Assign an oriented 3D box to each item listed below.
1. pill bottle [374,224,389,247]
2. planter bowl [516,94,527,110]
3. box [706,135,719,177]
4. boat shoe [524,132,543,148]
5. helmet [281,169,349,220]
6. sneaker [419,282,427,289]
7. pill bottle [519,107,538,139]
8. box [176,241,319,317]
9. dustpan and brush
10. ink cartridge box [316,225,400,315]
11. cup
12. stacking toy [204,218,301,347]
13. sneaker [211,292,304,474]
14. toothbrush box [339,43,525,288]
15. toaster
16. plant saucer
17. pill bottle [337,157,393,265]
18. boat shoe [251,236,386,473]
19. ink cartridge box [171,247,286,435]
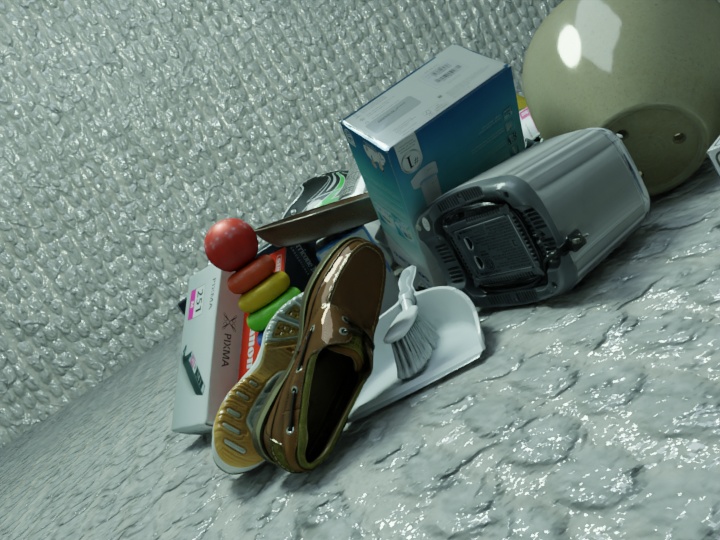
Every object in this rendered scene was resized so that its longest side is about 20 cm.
[{"bbox_3d":[0.103,-0.110,0.909,0.201,0.113,0.114,-64,6,4],"label":"pill bottle"},{"bbox_3d":[0.220,-0.216,1.089,0.199,0.084,0.201,-14,-28,-7],"label":"planter bowl"},{"bbox_3d":[0.334,-0.116,0.477,0.200,0.060,0.116,-39,10,-38],"label":"box"},{"bbox_3d":[0.202,-0.131,0.812,0.199,0.062,0.073,1,9,9],"label":"boat shoe"},{"bbox_3d":[-0.032,-0.067,1.166,0.200,0.200,0.191,-29,23,23],"label":"helmet"},{"bbox_3d":[0.135,-0.049,0.812,0.200,0.076,0.076,-38,9,-25],"label":"sneaker"},{"bbox_3d":[0.197,-0.143,0.995,0.199,0.114,0.113,-30,8,21],"label":"pill bottle"},{"bbox_3d":[-0.125,0.047,0.974,0.200,0.149,0.107,-32,8,4],"label":"box"},{"bbox_3d":[0.045,0.045,0.632,0.139,0.057,0.200,-30,8,18],"label":"dustpan and brush"},{"bbox_3d":[0.000,0.000,0.882,0.068,0.116,0.200,-31,8,1],"label":"ink cartridge box"},{"bbox_3d":[0.256,-0.152,0.652,0.200,0.200,0.144,-27,35,33],"label":"cup"},{"bbox_3d":[-0.088,0.034,0.711,0.085,0.201,0.085,-31,7,5],"label":"stacking toy"},{"bbox_3d":[-0.073,0.098,0.639,0.200,0.076,0.088,-50,-5,-35],"label":"sneaker"},{"bbox_3d":[0.087,-0.096,0.697,0.146,0.200,0.085,-37,44,-11],"label":"toothbrush box"},{"bbox_3d":[0.150,-0.047,0.594,0.129,0.114,0.200,-34,6,-25],"label":"toaster"},{"bbox_3d":[-0.029,-0.066,0.830,0.199,0.032,0.200,-18,9,3],"label":"plant saucer"},{"bbox_3d":[0.028,-0.106,1.031,0.116,0.116,0.201,-23,41,52],"label":"pill bottle"},{"bbox_3d":[-0.015,0.064,0.551,0.068,0.072,0.201,-9,57,57],"label":"boat shoe"},{"bbox_3d":[-0.156,0.082,0.808,0.043,0.201,0.173,16,-25,-34],"label":"ink cartridge box"}]
